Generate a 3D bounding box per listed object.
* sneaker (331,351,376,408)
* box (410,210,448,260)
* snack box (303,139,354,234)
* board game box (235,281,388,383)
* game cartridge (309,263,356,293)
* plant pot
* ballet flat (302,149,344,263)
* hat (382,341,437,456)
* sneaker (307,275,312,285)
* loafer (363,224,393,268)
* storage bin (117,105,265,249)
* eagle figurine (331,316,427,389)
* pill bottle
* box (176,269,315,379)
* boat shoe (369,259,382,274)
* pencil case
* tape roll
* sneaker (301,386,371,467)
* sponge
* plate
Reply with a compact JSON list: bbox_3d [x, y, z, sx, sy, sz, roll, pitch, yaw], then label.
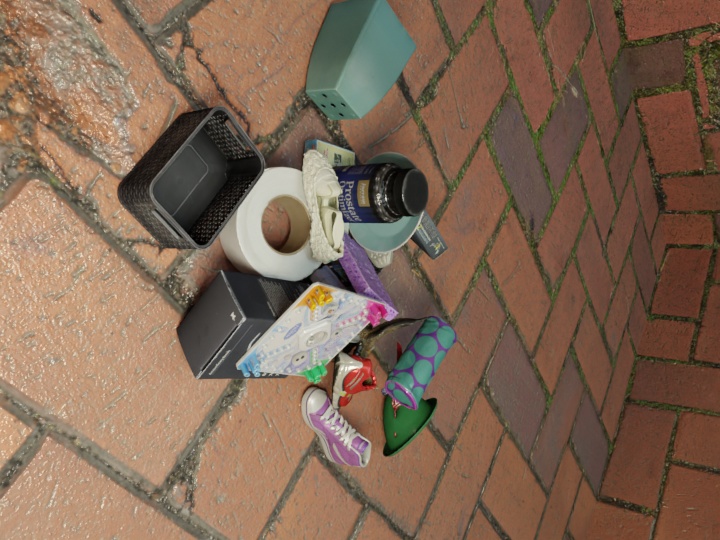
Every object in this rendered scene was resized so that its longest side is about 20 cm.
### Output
[{"bbox_3d":[-0.012,0.217,1.175,0.200,0.084,0.078,98,-3,-64],"label":"sneaker"},{"bbox_3d":[0.100,-0.132,1.346,0.051,0.158,0.200,-39,130,-1],"label":"box"},{"bbox_3d":[-0.068,-0.150,1.233,0.116,0.037,0.202,7,87,-51],"label":"snack box"},{"bbox_3d":[-0.072,0.112,1.008,0.200,0.026,0.199,-46,147,17],"label":"board game box"},{"bbox_3d":[-0.011,0.042,1.177,0.130,0.038,0.200,53,19,10],"label":"game cartridge"},{"bbox_3d":[-0.014,-0.406,1.212,0.141,0.141,0.201,40,69,-44],"label":"plant pot"},{"bbox_3d":[-0.056,-0.113,1.078,0.071,0.071,0.202,-13,99,-49],"label":"ballet flat"},{"bbox_3d":[0.064,0.288,1.398,0.176,0.166,0.200,45,83,-3],"label":"hat"},{"bbox_3d":[-0.107,0.098,1.190,0.083,0.074,0.202,25,74,-24],"label":"sneaker"},{"bbox_3d":[0.032,-0.100,1.299,0.070,0.069,0.202,24,51,-66],"label":"loafer"},{"bbox_3d":[-0.259,-0.143,0.960,0.135,0.093,0.201,54,53,-37],"label":"storage bin"},{"bbox_3d":[0.024,0.126,1.292,0.152,0.151,0.200,42,70,-7],"label":"eagle figurine"},{"bbox_3d":[0.024,-0.145,1.157,0.111,0.199,0.113,-5,97,-50],"label":"pill bottle"},{"bbox_3d":[-0.174,0.095,1.016,0.148,0.105,0.199,-48,146,22],"label":"box"},{"bbox_3d":[0.018,-0.013,1.328,0.200,0.060,0.074,-51,129,-35],"label":"boat shoe"},{"bbox_3d":[0.128,0.193,1.294,0.200,0.085,0.093,-52,148,-32],"label":"pencil case"},{"bbox_3d":[-0.148,-0.081,1.089,0.201,0.071,0.205,-2,93,-39],"label":"tape roll"},{"bbox_3d":[-0.038,0.318,1.242,0.073,0.114,0.201,-49,126,-35],"label":"sneaker"},{"bbox_3d":[0.000,0.000,1.170,0.030,0.201,0.111,-39,136,10],"label":"sponge"},{"bbox_3d":[0.052,-0.134,1.222,0.025,0.199,0.202,5,88,-50],"label":"plate"}]
